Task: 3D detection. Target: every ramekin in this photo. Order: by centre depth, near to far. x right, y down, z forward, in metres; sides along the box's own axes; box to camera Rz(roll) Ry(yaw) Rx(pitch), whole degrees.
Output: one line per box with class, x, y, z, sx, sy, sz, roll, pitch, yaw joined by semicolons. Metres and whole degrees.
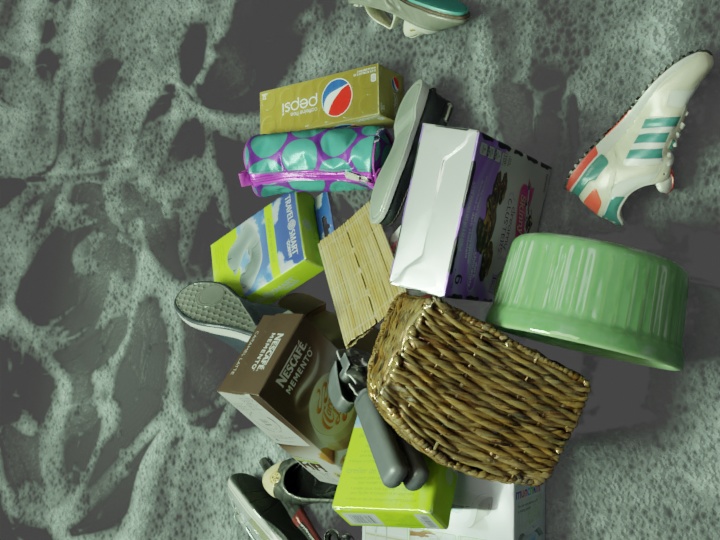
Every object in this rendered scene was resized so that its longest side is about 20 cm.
ramekin;0.231;0.030;0.862;0.198;0.199;0.099;11;85;34

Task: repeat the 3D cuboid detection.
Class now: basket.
basket;0.104;0.127;0.876;0.199;0.149;0.144;28;85;-9

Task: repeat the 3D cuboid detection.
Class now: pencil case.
pencil case;-0.051;-0.139;1.108;0.198;0.093;0.086;0;125;23

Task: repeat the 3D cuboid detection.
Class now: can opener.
can opener;0.012;0.161;0.917;0.067;0.053;0.201;-59;33;27

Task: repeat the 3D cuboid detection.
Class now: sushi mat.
sushi mat;0.000;0.000;1.029;0.095;0.012;0.201;-36;38;15

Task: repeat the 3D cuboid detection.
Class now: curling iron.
curling iron;-0.076;0.323;1.153;0.050;0.026;0.200;-48;55;-2

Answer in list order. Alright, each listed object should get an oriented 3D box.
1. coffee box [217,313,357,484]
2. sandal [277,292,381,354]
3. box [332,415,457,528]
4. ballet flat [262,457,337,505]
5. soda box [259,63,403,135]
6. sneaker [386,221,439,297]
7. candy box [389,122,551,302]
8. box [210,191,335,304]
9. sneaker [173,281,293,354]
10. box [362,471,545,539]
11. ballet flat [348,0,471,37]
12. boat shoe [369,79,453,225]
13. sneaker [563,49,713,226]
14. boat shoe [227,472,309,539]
coffee box;-0.058;0.157;1.024;0.079;0.200;0.115;-3;49;46
sandal;-0.031;0.103;1.125;0.211;0.077;0.070;30;136;40
box;0.052;0.179;0.943;0.121;0.048;0.201;-8;49;31
ballet flat;-0.050;0.271;1.112;0.198;0.057;0.067;-6;66;32
soda box;-0.041;-0.217;1.145;0.198;0.064;0.069;-5;83;35
sneaker;0.083;-0.016;1.028;0.200;0.075;0.105;-47;47;31
candy box;0.126;-0.054;0.934;0.071;0.199;0.170;14;93;33
box;-0.123;-0.024;1.182;0.199;0.047;0.123;-31;54;29
sneaker;-0.156;0.099;1.148;0.201;0.147;0.077;19;53;30
box;0.104;0.289;0.986;0.198;0.096;0.179;-3;84;35
ballet flat;0.060;-0.335;1.095;0.199;0.067;0.064;36;133;32
boat shoe;0.065;-0.136;1.023;0.075;0.060;0.202;-25;43;63
sneaker;0.312;-0.135;0.903;0.093;0.070;0.200;45;110;9
boat shoe;-0.120;0.360;1.151;0.202;0.074;0.065;44;106;21
